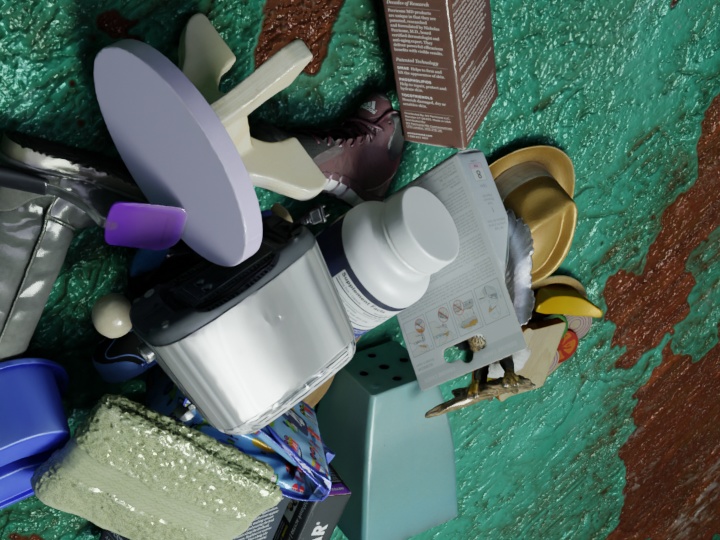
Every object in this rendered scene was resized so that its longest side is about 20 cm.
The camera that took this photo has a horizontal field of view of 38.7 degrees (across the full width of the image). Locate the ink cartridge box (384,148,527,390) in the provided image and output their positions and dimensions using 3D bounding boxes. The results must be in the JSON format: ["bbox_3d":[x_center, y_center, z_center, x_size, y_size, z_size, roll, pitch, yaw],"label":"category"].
[{"bbox_3d":[0.092,0.002,1.049,0.057,0.202,0.162,-16,171,-43],"label":"ink cartridge box"}]

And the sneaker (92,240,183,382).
[{"bbox_3d":[-0.189,0.020,0.995,0.200,0.070,0.078,-41,131,-12],"label":"sneaker"}]

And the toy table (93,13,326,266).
[{"bbox_3d":[-0.120,-0.116,0.857,0.117,0.183,0.202,-36,101,-38],"label":"toy table"}]

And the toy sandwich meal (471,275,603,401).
[{"bbox_3d":[0.237,0.096,1.356,0.203,0.070,0.208,-19,130,-24],"label":"toy sandwich meal"}]

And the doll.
[{"bbox_3d":[-0.150,0.013,0.942,0.198,0.048,0.138,-23,118,-19],"label":"doll"}]

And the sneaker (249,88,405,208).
[{"bbox_3d":[-0.024,-0.136,1.005,0.199,0.075,0.116,22,100,-54],"label":"sneaker"}]

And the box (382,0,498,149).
[{"bbox_3d":[0.077,-0.228,0.975,0.101,0.074,0.202,-56,148,-40],"label":"box"}]

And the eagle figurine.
[{"bbox_3d":[0.129,0.044,1.146,0.150,0.203,0.151,-10,169,-28],"label":"eagle figurine"}]

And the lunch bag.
[{"bbox_3d":[-0.111,0.155,1.037,0.199,0.151,0.095,32,101,-21],"label":"lunch bag"}]

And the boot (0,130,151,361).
[{"bbox_3d":[-0.272,-0.008,0.906,0.180,0.073,0.202,16,104,-28],"label":"boot"}]

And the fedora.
[{"bbox_3d":[0.196,-0.047,1.213,0.198,0.082,0.203,-20,131,-25],"label":"fedora"}]

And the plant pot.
[{"bbox_3d":[0.027,0.201,1.233,0.140,0.141,0.203,-15,122,-27],"label":"plant pot"}]

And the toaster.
[{"bbox_3d":[-0.090,0.045,0.888,0.199,0.113,0.130,-36,118,-19],"label":"toaster"}]

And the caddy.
[{"bbox_3d":[-0.356,0.152,0.939,0.198,0.106,0.142,-22,155,-22],"label":"caddy"}]

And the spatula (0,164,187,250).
[{"bbox_3d":[-0.240,-0.058,0.831,0.197,0.021,0.057,19,137,-8],"label":"spatula"}]

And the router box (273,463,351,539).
[{"bbox_3d":[-0.099,0.289,1.192,0.051,0.149,0.202,6,118,-37],"label":"router box"}]

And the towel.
[{"bbox_3d":[-0.185,0.198,0.942,0.199,0.037,0.148,33,116,-25],"label":"towel"}]

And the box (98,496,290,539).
[{"bbox_3d":[-0.178,0.263,1.100,0.106,0.148,0.202,-5,125,-53],"label":"box"}]

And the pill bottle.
[{"bbox_3d":[0.000,0.000,1.025,0.110,0.113,0.199,17,141,-42],"label":"pill bottle"}]

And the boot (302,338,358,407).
[{"bbox_3d":[-0.045,0.091,1.160,0.201,0.074,0.075,-51,154,12],"label":"boot"}]
